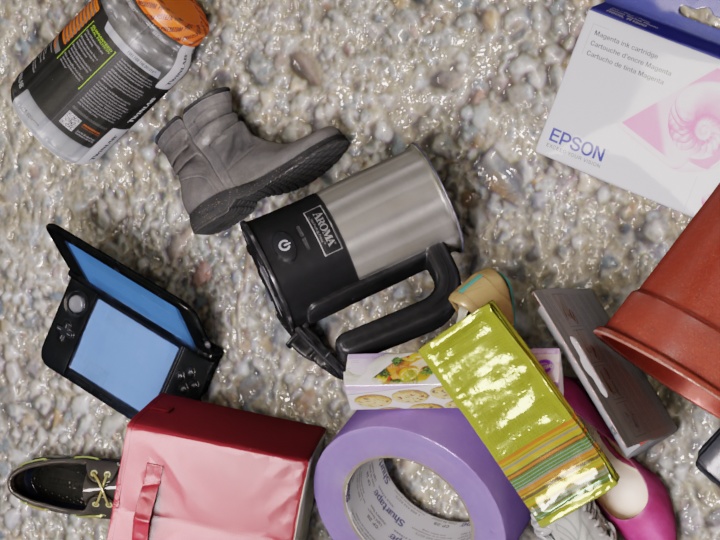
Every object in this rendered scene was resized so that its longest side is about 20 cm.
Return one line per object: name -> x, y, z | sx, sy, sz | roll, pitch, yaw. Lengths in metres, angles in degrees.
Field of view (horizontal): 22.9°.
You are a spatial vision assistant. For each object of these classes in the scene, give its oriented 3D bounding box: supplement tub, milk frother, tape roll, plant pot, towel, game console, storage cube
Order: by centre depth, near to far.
plant pot -> 0.338, 0.024, 1.546 | 0.200, 0.201, 0.196 | 31, 88, 20
towel -> 0.141, 0.130, 1.588 | 0.086, 0.018, 0.200 | -35, 93, 14
tape roll -> 0.062, 0.210, 1.695 | 0.199, 0.085, 0.200 | 15, 126, 21
milk frother -> 0.000, 0.000, 1.744 | 0.188, 0.200, 0.181 | -24, 87, -7
storage cube -> -0.142, 0.232, 1.761 | 0.179, 0.200, 0.172 | 11, 96, 4
supplement tub -> -0.258, -0.215, 1.849 | 0.200, 0.122, 0.123 | -40, 76, 20
game console -> -0.258, 0.068, 1.862 | 0.200, 0.116, 0.176 | 30, 103, 21

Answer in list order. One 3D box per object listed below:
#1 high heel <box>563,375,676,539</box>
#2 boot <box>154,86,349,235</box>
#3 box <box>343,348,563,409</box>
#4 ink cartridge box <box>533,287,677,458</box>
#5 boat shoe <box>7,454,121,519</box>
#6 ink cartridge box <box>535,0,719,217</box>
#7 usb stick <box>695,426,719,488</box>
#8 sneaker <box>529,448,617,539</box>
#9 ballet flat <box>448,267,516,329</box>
high heel -> 0.227, 0.186, 1.656 | 0.067, 0.096, 0.200 | -29, 80, 22
boot -> -0.118, -0.134, 1.821 | 0.200, 0.070, 0.132 | -27, 76, 19
box -> 0.085, 0.100, 1.629 | 0.199, 0.041, 0.039 | -1, 51, 11
ink cartridge box -> 0.208, 0.094, 1.604 | 0.047, 0.200, 0.160 | -34, 78, 19
boat shoe -> -0.284, 0.235, 1.911 | 0.201, 0.061, 0.072 | 0, 92, 25
ink cartridge box -> 0.286, -0.166, 1.648 | 0.196, 0.043, 0.201 | 24, 103, 22
usb stick -> 0.384, 0.120, 1.617 | 0.055, 0.033, 0.200 | 44, 108, 18
sneaker -> 0.202, 0.239, 1.663 | 0.081, 0.075, 0.200 | 1, 122, 16
ballet flat -> 0.122, 0.094, 1.682 | 0.069, 0.063, 0.201 | 21, 132, 54
